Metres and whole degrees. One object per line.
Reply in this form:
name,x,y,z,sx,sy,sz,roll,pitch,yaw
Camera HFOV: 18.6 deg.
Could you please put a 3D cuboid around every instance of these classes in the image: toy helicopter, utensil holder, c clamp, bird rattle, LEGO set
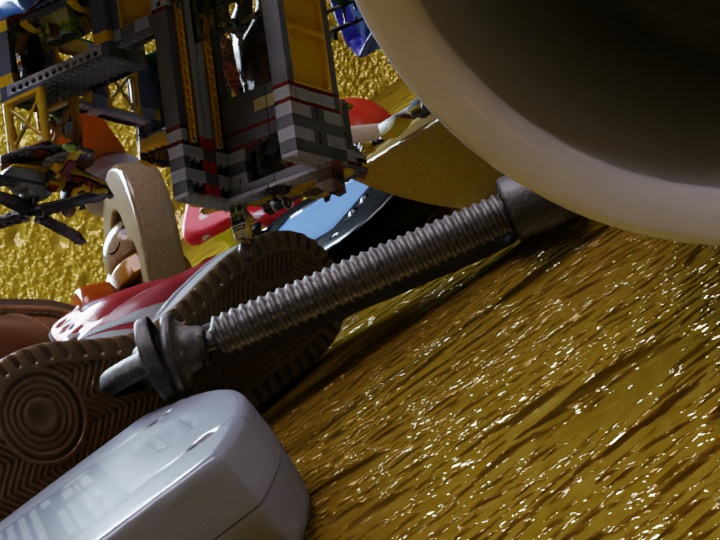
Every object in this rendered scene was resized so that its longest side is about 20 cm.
toy helicopter,-0.115,0.004,1.072,0.078,0.133,0.200,-14,-15,-17
utensil holder,0.092,-0.110,0.508,0.169,0.171,0.200,-33,5,17
c clamp,0.000,0.000,0.703,0.199,0.027,0.171,-24,0,7
bird rattle,-0.030,-0.072,1.253,0.161,0.114,0.200,-9,-5,-7
LEGO set,-0.046,-0.051,0.826,0.198,0.117,0.153,-15,-16,27

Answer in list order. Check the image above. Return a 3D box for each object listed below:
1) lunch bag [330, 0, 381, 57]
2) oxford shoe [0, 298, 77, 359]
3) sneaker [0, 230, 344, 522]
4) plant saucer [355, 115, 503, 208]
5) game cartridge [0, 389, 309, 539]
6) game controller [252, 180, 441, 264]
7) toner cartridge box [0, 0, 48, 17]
lunch bag,0.078,-0.187,0.880,0.150,0.095,0.200,-22,-11,-38
oxford shoe,-0.146,0.050,0.882,0.199,0.071,0.072,21,-73,-49
sneaker,-0.104,0.054,0.820,0.199,0.072,0.112,-30,5,-40
plant saucer,0.115,-0.095,0.878,0.200,0.049,0.200,-38,5,-29
game cartridge,-0.078,0.084,0.598,0.133,0.041,0.200,-40,6,-8
game controller,-0.019,-0.017,1.071,0.104,0.042,0.200,-39,6,-37
toner cartridge box,-0.057,-0.163,0.803,0.199,0.043,0.095,-35,12,-12
